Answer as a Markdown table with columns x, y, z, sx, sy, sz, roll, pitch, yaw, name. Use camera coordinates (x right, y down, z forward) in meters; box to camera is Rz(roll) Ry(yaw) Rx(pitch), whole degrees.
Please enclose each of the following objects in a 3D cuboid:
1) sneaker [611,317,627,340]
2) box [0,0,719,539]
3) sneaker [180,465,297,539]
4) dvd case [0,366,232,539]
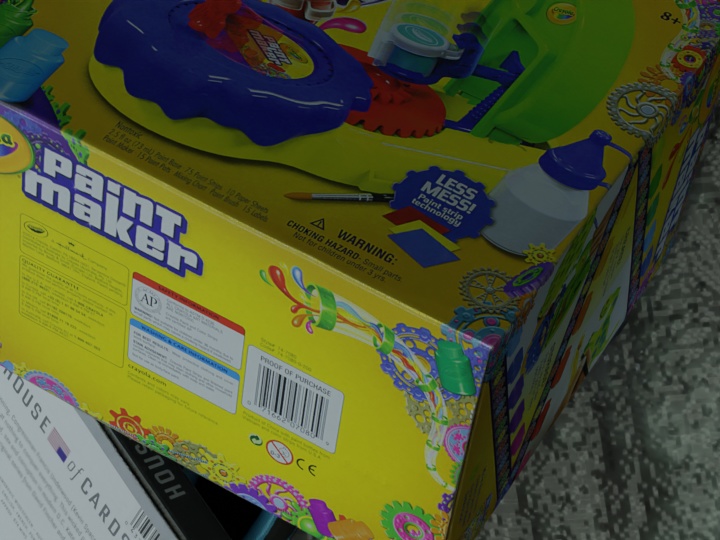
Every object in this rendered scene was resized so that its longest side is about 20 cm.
| x | y | z | sx | sy | sz | roll | pitch | yaw | name |
| --- | --- | --- | --- | --- | --- | --- | --- | --- | --- |
| 0.000 | 0.000 | 0.820 | 0.199 | 0.066 | 0.079 | -1 | 62 | -10 | sneaker |
| -0.010 | -0.036 | 0.732 | 0.199 | 0.193 | 0.122 | 26 | 138 | 15 | box |
| -0.071 | 0.114 | 0.883 | 0.073 | 0.082 | 0.201 | 30 | 112 | 7 | sneaker |
| -0.134 | 0.112 | 0.881 | 0.151 | 0.025 | 0.200 | 52 | 132 | 20 | dvd case |
